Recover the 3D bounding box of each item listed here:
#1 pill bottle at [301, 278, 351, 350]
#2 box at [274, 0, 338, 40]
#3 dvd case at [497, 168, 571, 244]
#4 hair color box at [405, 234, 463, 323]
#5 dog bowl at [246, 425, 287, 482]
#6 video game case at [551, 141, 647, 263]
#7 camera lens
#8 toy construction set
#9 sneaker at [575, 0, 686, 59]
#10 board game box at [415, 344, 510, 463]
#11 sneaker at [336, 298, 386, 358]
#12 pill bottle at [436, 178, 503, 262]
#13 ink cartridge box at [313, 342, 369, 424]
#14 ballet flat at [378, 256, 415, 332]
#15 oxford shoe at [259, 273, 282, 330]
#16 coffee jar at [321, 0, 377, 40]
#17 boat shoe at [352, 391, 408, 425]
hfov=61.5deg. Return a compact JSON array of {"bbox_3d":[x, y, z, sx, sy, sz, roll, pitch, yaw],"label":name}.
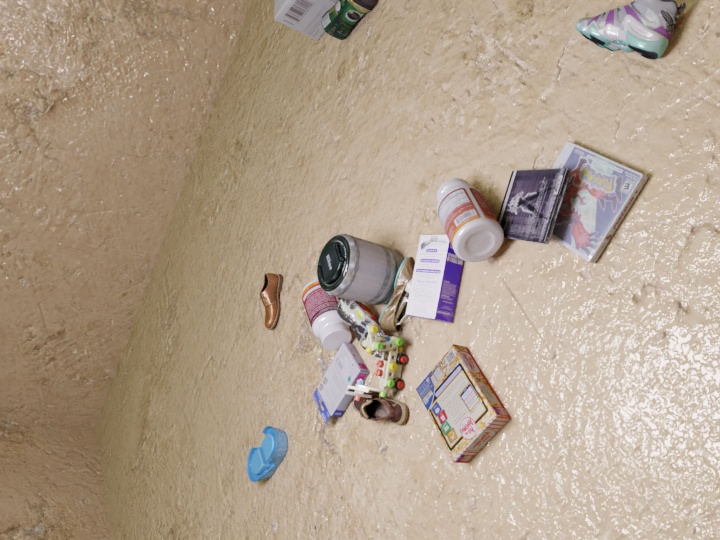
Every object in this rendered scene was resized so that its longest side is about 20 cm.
[{"bbox_3d":[-0.095,0.126,1.735,0.113,0.113,0.200,-54,39,28],"label":"pill bottle"},{"bbox_3d":[-0.184,-0.995,2.205,0.199,0.199,0.172,-28,58,47],"label":"box"},{"bbox_3d":[0.349,-0.135,1.250,0.200,0.016,0.149,-157,83,-71],"label":"dvd case"},{"bbox_3d":[0.179,0.017,1.435,0.109,0.065,0.201,5,84,56],"label":"hair color box"},{"bbox_3d":[-0.291,0.577,1.900,0.200,0.049,0.112,-57,39,23],"label":"dog bowl"},{"bbox_3d":[0.427,-0.138,1.178,0.200,0.023,0.183,48,117,51],"label":"video game case"},{"bbox_3d":[0.000,0.000,1.572,0.160,0.200,0.161,-25,58,48],"label":"camera lens"},{"bbox_3d":[0.044,0.233,1.484,0.092,0.131,0.201,25,99,55],"label":"toy construction set"},{"bbox_3d":[0.517,-0.490,1.146,0.200,0.078,0.140,41,110,43],"label":"sneaker"},{"bbox_3d":[0.213,0.284,1.301,0.152,0.046,0.200,-55,39,26],"label":"board game box"},{"bbox_3d":[0.023,0.141,1.600,0.077,0.085,0.200,-49,65,25],"label":"sneaker"},{"bbox_3d":[0.236,-0.119,1.353,0.112,0.112,0.200,-53,30,28],"label":"pill bottle"},{"bbox_3d":[-0.058,0.314,1.678,0.200,0.042,0.119,-58,38,19],"label":"ink cartridge box"},{"bbox_3d":[0.111,0.068,1.519,0.072,0.068,0.201,31,104,34],"label":"ballet flat"},{"bbox_3d":[-0.320,0.106,2.099,0.071,0.071,0.201,-18,65,49],"label":"oxford shoe"},{"bbox_3d":[-0.037,-0.876,2.037,0.200,0.104,0.086,-30,57,45],"label":"coffee jar"},{"bbox_3d":[0.032,0.340,1.513,0.200,0.072,0.072,6,82,55],"label":"boat shoe"}]
